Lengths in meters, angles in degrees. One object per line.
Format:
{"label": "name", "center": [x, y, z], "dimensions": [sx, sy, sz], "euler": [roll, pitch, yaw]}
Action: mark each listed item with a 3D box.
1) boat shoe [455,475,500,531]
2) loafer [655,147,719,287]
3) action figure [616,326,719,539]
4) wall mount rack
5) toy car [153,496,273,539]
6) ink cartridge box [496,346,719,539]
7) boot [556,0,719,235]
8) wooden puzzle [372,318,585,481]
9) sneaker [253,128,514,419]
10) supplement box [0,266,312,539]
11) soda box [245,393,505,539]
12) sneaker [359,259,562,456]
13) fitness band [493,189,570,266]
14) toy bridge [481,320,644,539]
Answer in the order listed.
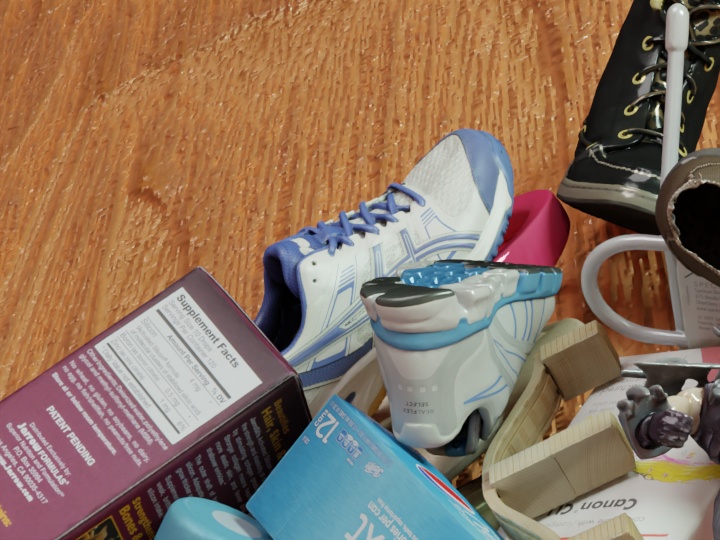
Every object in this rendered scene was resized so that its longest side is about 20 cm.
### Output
{"label": "boat shoe", "center": [0.026, 0.156, 1.341], "dimensions": [0.200, 0.063, 0.073], "euler": [-35, -2, -16]}
{"label": "loafer", "center": [0.211, 0.010, 1.220], "dimensions": [0.199, 0.073, 0.071], "euler": [22, 13, 18]}
{"label": "action figure", "center": [0.171, 0.092, 1.170], "dimensions": [0.129, 0.070, 0.201], "euler": [1, 46, -2]}
{"label": "wall mount rack", "center": [0.200, -0.027, 1.294], "dimensions": [0.199, 0.174, 0.075], "euler": [4, 40, 20]}
{"label": "toy car", "center": [-0.141, 0.183, 1.215], "dimensions": [0.185, 0.199, 0.177], "euler": [-64, 22, 8]}
{"label": "ink cartridge box", "center": [0.128, 0.120, 1.261], "dimensions": [0.116, 0.068, 0.200], "euler": [-9, 32, 42]}
{"label": "boot", "center": [0.164, -0.095, 1.519], "dimensions": [0.200, 0.073, 0.151], "euler": [-77, 9, -85]}
{"label": "wooden puzzle", "center": [0.019, 0.095, 1.442], "dimensions": [0.185, 0.037, 0.200], "euler": [-38, 9, -17]}
{"label": "sneaker", "center": [0.000, 0.000, 1.447], "dimensions": [0.200, 0.088, 0.075], "euler": [-55, 28, -11]}
{"label": "supplement box", "center": [-0.121, 0.106, 1.327], "dimensions": [0.200, 0.111, 0.086], "euler": [-35, 57, -13]}
{"label": "soda box", "center": [0.032, 0.136, 1.209], "dimensions": [0.068, 0.064, 0.200], "euler": [-51, 38, 3]}
{"label": "sneaker", "center": [0.045, 0.041, 1.328], "dimensions": [0.075, 0.087, 0.200], "euler": [0, 6, 19]}
{"label": "fitness band", "center": [0.036, 0.023, 1.553], "dimensions": [0.200, 0.037, 0.144], "euler": [-30, 12, 41]}
{"label": "toy bridge", "center": [0.087, 0.089, 1.252], "dimensions": [0.067, 0.027, 0.200], "euler": [-26, 23, 13]}
